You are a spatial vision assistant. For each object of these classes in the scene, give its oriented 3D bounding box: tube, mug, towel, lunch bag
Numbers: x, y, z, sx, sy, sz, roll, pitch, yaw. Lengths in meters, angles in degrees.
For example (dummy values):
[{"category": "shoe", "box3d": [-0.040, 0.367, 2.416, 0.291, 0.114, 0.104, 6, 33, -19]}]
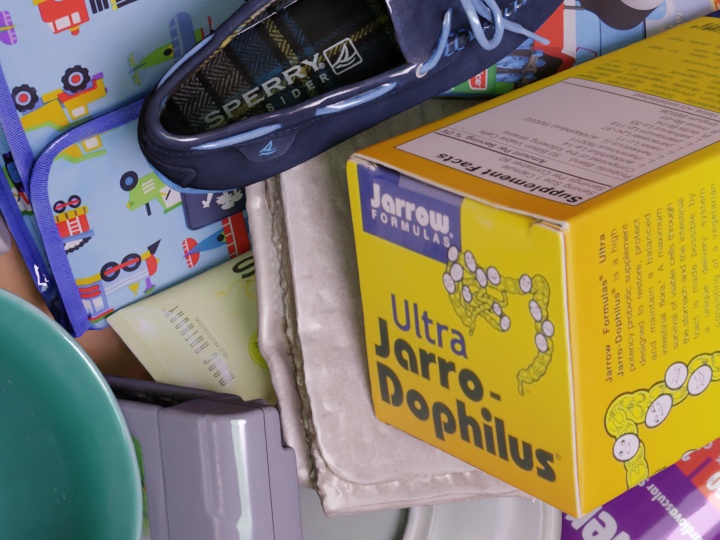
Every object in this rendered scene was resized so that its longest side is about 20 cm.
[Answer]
[{"category": "tube", "box3d": [0.000, 0.000, 0.784, 0.200, 0.058, 0.052, -29, 108, -21]}, {"category": "mug", "box3d": [-0.177, 0.074, 0.692, 0.152, 0.114, 0.185, -4, 75, -44]}, {"category": "towel", "box3d": [0.021, -0.006, 0.740, 0.133, 0.034, 0.200, 0, 79, -32]}, {"category": "lunch bag", "box3d": [-0.082, -0.075, 0.769, 0.151, 0.094, 0.200, -29, 121, -20]}]

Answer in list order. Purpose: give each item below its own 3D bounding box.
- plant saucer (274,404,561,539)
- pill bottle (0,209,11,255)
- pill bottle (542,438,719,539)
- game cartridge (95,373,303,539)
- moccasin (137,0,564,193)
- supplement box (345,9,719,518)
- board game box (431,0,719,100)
[{"category": "plant saucer", "box3d": [-0.019, 0.098, 0.776, 0.200, 0.050, 0.200, -5, 70, 14]}, {"category": "pill bottle", "box3d": [-0.248, -0.005, 0.754, 0.200, 0.109, 0.109, -24, 101, -4]}, {"category": "pill bottle", "box3d": [0.101, 0.133, 0.817, 0.200, 0.112, 0.112, -42, 101, 0]}, {"category": "game cartridge", "box3d": [-0.099, 0.109, 0.756, 0.040, 0.200, 0.133, -18, 105, -42]}, {"category": "moccasin", "box3d": [0.012, -0.089, 0.668, 0.200, 0.068, 0.080, -39, 85, -2]}, {"category": "supplement box", "box3d": [0.109, -0.012, 0.688, 0.200, 0.109, 0.110, -23, 119, -33]}, {"category": "board game box", "box3d": [0.109, -0.142, 0.770, 0.200, 0.037, 0.151, -1, 91, -34]}]
